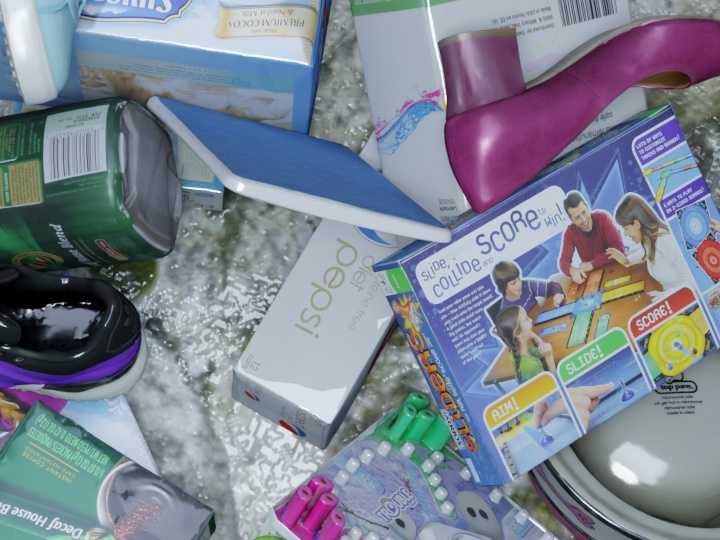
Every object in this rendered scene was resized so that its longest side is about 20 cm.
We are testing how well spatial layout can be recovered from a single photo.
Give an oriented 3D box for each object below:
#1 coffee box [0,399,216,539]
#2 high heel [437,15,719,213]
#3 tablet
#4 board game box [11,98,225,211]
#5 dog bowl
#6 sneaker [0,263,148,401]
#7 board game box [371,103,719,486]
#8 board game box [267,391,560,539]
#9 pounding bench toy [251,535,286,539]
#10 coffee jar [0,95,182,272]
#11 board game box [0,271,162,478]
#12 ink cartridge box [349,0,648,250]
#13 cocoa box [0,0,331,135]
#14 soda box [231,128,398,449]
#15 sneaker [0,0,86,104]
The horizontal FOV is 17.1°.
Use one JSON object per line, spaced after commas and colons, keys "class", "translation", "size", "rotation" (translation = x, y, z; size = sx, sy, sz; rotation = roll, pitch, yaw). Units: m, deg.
{"class": "coffee box", "translation": [-0.177, 0.186, 1.288], "size": [0.122, 0.044, 0.201], "rotation": [31, 74, 6]}
{"class": "high heel", "translation": [0.134, -0.085, 1.314], "size": [0.198, 0.067, 0.097], "rotation": [-7, 84, -19]}
{"class": "tablet", "translation": [-0.037, -0.056, 1.311], "size": [0.129, 0.200, 0.014], "rotation": [13, 102, -21]}
{"class": "board game box", "translation": [-0.138, -0.143, 1.473], "size": [0.133, 0.034, 0.202], "rotation": [7, 72, -2]}
{"class": "dog bowl", "translation": [0.178, 0.083, 1.385], "size": [0.198, 0.074, 0.202], "rotation": [5, 62, -10]}
{"class": "sneaker", "translation": [-0.217, 0.032, 1.305], "size": [0.198, 0.100, 0.070], "rotation": [-7, 69, -6]}
{"class": "board game box", "translation": [0.118, 0.012, 1.315], "size": [0.199, 0.034, 0.136], "rotation": [-29, 98, -26]}
{"class": "board game box", "translation": [0.066, 0.160, 1.318], "size": [0.200, 0.200, 0.026], "rotation": [40, 114, 8]}
{"class": "pounding bench toy", "translation": [-0.031, 0.220, 1.276], "size": [0.124, 0.200, 0.156], "rotation": [-39, 79, -14]}
{"class": "coffee jar", "translation": [-0.210, -0.041, 1.374], "size": [0.198, 0.104, 0.086], "rotation": [-7, 74, 16]}
{"class": "board game box", "translation": [-0.214, 0.131, 1.349], "size": [0.199, 0.041, 0.200], "rotation": [-25, 76, -11]}
{"class": "ink cartridge box", "translation": [0.082, -0.107, 1.371], "size": [0.144, 0.084, 0.202], "rotation": [-16, 100, -32]}
{"class": "cocoa box", "translation": [-0.116, -0.167, 1.393], "size": [0.198, 0.133, 0.132], "rotation": [8, 73, 0]}
{"class": "soda box", "translation": [0.000, 0.000, 1.421], "size": [0.068, 0.064, 0.201], "rotation": [28, 72, 5]}
{"class": "sneaker", "translation": [-0.153, -0.187, 1.289], "size": [0.081, 0.074, 0.202], "rotation": [-2, 75, 2]}
